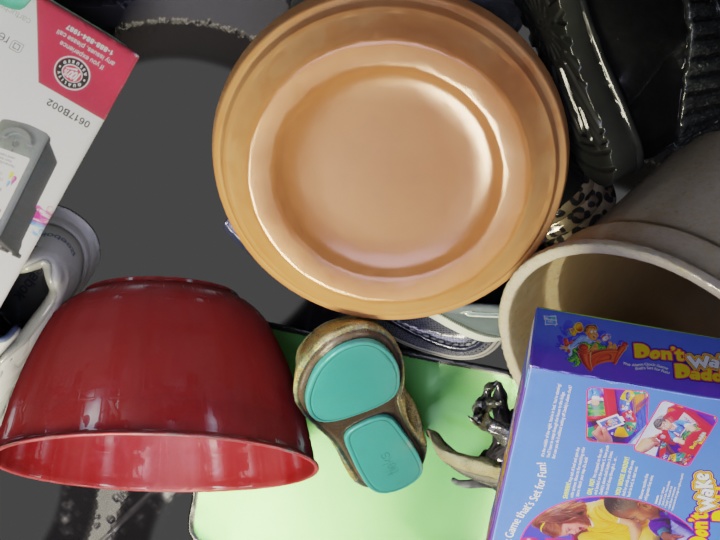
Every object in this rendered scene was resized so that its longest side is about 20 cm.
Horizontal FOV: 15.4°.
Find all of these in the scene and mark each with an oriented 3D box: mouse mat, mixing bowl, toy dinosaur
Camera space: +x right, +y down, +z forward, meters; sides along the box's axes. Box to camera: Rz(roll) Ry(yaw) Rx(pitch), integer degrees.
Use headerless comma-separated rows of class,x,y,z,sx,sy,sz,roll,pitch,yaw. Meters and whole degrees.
mouse mat,-0.004,0.121,1.694,0.199,0.008,0.161,12,107,4
mixing bowl,-0.123,0.067,1.611,0.200,0.200,0.109,-1,76,7
toy dinosaur,0.098,0.116,1.556,0.047,0.200,0.088,-49,141,-20

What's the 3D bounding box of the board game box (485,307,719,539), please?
board game box,0.144,0.114,1.451,0.134,0.045,0.200,10,135,1

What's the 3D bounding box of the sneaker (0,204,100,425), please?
sneaker,-0.239,0.049,1.658,0.074,0.087,0.200,31,108,-3

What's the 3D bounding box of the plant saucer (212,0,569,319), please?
plant saucer,0.016,-0.059,1.469,0.200,0.037,0.201,2,115,3

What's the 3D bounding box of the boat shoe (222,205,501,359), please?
boat shoe,0.000,0.000,1.614,0.200,0.093,0.075,31,107,-3

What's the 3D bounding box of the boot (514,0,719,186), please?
boot,0.168,-0.165,1.463,0.158,0.079,0.212,-26,116,-13

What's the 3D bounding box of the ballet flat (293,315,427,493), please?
ballet flat,-0.005,0.067,1.594,0.070,0.071,0.200,-6,150,10

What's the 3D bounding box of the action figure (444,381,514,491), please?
action figure,0.149,0.115,1.626,0.199,0.102,0.119,-14,119,7

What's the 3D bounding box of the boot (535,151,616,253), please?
boot,0.044,-0.071,1.585,0.200,0.073,0.151,-7,145,45

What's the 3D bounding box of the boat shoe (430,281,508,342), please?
boat shoe,0.026,-0.014,1.549,0.200,0.062,0.073,23,68,-24

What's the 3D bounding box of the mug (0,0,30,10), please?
mug,-0.171,-0.249,1.527,0.185,0.114,0.152,-32,96,-19

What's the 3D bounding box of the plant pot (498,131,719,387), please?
plant pot,0.210,0.006,1.526,0.200,0.184,0.201,24,142,20

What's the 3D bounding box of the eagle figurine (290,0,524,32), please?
eagle figurine,0.011,-0.227,1.509,0.151,0.152,0.200,-28,110,-21

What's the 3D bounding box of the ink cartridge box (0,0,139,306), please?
ink cartridge box,-0.246,-0.080,1.573,0.147,0.086,0.200,29,86,-24
